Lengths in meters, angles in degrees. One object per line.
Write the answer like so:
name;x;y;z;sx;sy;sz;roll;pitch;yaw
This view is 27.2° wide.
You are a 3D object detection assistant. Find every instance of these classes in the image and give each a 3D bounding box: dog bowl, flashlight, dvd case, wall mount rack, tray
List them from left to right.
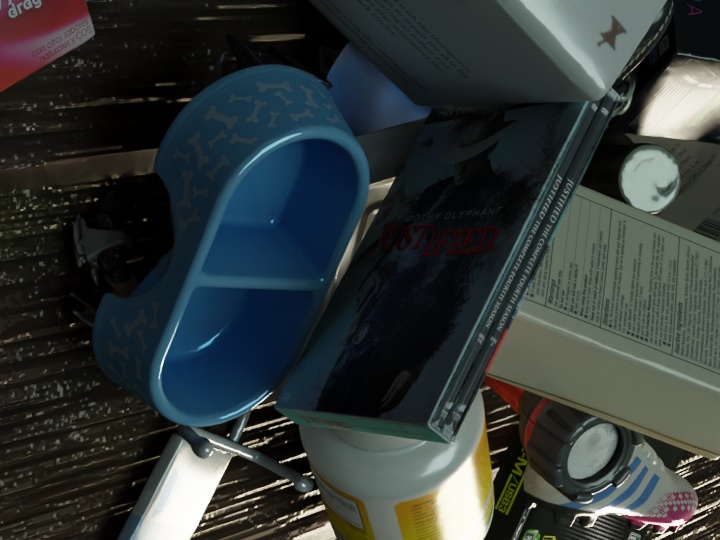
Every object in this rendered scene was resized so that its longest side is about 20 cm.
wall mount rack;-0.103;0.153;0.854;0.200;0.074;0.174;-63;154;-4
dog bowl;-0.062;-0.005;0.765;0.111;0.050;0.200;3;121;-42
tray;0.000;0.000;0.899;0.107;0.022;0.200;-18;139;-35
dvd case;0.042;-0.007;0.769;0.022;0.146;0.200;39;70;-26
flashlight;0.095;0.069;0.948;0.068;0.200;0.068;-28;126;-16

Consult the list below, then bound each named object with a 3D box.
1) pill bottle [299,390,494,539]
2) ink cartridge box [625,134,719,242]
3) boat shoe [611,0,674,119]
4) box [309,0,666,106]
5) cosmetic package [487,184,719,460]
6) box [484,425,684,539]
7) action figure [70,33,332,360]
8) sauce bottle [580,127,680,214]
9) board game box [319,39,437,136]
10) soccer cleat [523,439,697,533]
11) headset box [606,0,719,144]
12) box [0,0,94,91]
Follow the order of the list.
pill bottle;0.023;0.106;0.919;0.113;0.113;0.200;-48;153;-20
ink cartridge box;0.234;-0.026;1.056;0.147;0.200;0.083;-42;137;-25
boat shoe;0.121;-0.105;0.852;0.060;0.200;0.074;28;54;-16
box;0.062;-0.220;0.763;0.199;0.171;0.200;42;75;-26
cosmetic package;0.138;0.021;0.844;0.200;0.073;0.104;21;56;-12
box;0.190;0.157;1.209;0.200;0.047;0.194;29;87;-49
action figure;-0.086;-0.027;0.816;0.130;0.069;0.200;12;110;-55
sauce bottle;0.140;-0.061;0.943;0.065;0.200;0.065;-1;93;-15
board game box;0.022;-0.089;0.924;0.158;0.039;0.200;-27;133;-38
soccer cleat;0.203;0.150;1.132;0.200;0.070;0.087;10;99;-46
headset box;0.249;-0.168;0.896;0.199;0.093;0.175;6;66;-16
box;-0.224;-0.101;0.607;0.200;0.100;0.096;-38;131;-29
